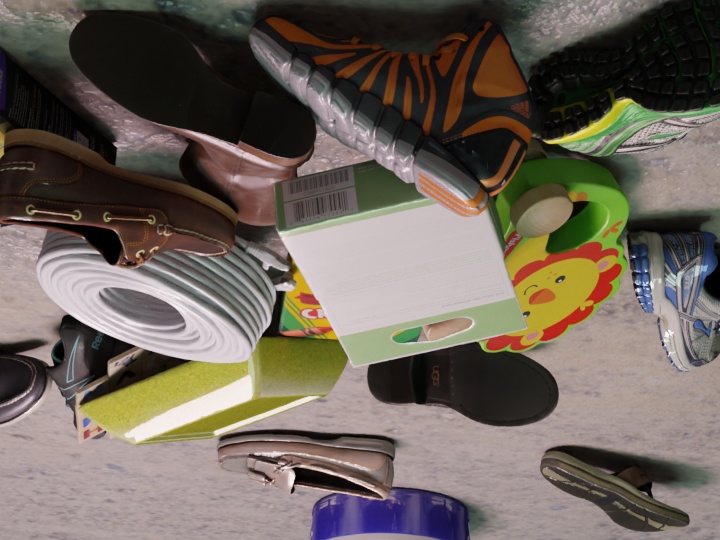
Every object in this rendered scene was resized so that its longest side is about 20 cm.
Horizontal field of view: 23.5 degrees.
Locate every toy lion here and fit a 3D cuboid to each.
[{"bbox_3d":[0.142,-0.008,1.371,0.191,0.069,0.200,4,137,-39],"label":"toy lion"}]

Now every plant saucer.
[{"bbox_3d":[-0.124,0.115,1.599,0.199,0.048,0.199,-21,168,24],"label":"plant saucer"}]

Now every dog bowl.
[{"bbox_3d":[0.036,0.334,2.125,0.199,0.079,0.200,2,155,1],"label":"dog bowl"}]

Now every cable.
[{"bbox_3d":[-0.168,0.012,1.420,0.199,0.070,0.200,24,157,-13],"label":"cable"}]

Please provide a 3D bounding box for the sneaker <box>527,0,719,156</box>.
[{"bbox_3d":[0.208,-0.125,1.159,0.199,0.079,0.085,-10,160,44],"label":"sneaker"}]

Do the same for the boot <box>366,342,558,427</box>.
[{"bbox_3d":[0.119,0.096,1.578,0.199,0.070,0.174,7,-178,32],"label":"boot"}]

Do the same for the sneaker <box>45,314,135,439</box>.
[{"bbox_3d":[-0.261,0.096,1.670,0.079,0.076,0.200,20,146,-6],"label":"sneaker"}]

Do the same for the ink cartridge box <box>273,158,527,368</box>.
[{"bbox_3d":[0.034,-0.008,1.251,0.145,0.048,0.200,-13,148,9],"label":"ink cartridge box"}]

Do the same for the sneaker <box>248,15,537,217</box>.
[{"bbox_3d":[0.029,-0.130,1.148,0.199,0.112,0.078,35,170,8],"label":"sneaker"}]

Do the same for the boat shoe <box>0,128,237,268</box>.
[{"bbox_3d":[-0.175,-0.037,1.244,0.199,0.071,0.070,18,155,-36],"label":"boat shoe"}]

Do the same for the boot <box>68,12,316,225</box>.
[{"bbox_3d":[-0.122,-0.100,1.241,0.186,0.065,0.200,29,168,-2],"label":"boot"}]

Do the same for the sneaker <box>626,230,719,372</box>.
[{"bbox_3d":[0.289,0.026,1.460,0.085,0.078,0.200,-13,152,19],"label":"sneaker"}]

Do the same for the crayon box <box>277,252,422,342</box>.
[{"bbox_3d":[0.000,0.000,1.451,0.126,0.051,0.200,5,154,-5],"label":"crayon box"}]

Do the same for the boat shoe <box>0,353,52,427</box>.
[{"bbox_3d":[-0.395,0.113,1.695,0.199,0.073,0.063,-5,158,26],"label":"boat shoe"}]

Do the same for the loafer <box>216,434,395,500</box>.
[{"bbox_3d":[-0.061,0.218,1.902,0.198,0.063,0.072,0,156,3],"label":"loafer"}]

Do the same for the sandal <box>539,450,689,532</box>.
[{"bbox_3d":[0.293,0.241,1.944,0.200,0.058,0.080,31,151,-21],"label":"sandal"}]

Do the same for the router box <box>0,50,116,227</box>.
[{"bbox_3d":[-0.306,-0.087,1.285,0.199,0.053,0.157,-11,152,24],"label":"router box"}]

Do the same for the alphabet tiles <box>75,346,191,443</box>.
[{"bbox_3d":[-0.192,0.101,1.624,0.166,0.006,0.200,-28,162,-19],"label":"alphabet tiles"}]
